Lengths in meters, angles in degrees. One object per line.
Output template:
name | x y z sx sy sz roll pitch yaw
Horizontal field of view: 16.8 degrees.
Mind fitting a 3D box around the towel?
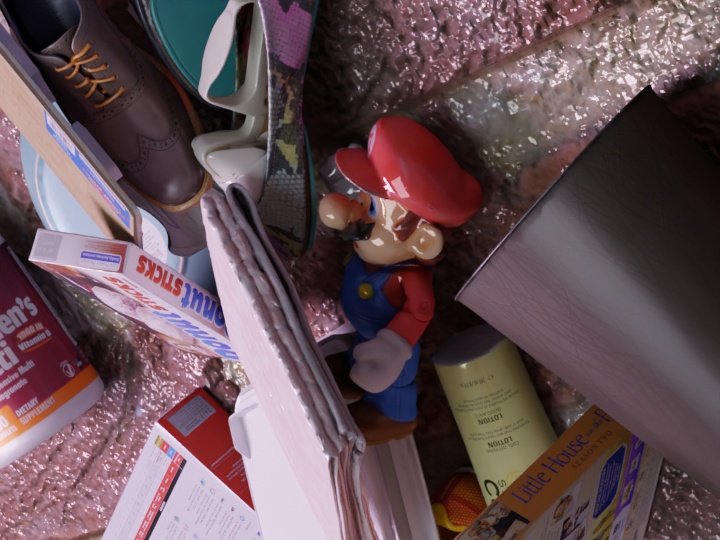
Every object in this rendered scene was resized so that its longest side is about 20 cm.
towel | -0.039 0.070 1.462 0.191 0.032 0.200 83 163 -59

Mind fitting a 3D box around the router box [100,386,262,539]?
router box | -0.094 0.208 1.758 0.179 0.049 0.200 42 140 11

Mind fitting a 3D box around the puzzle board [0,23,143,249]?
puzzle board | -0.196 -0.096 1.504 0.200 0.017 0.151 50 168 6

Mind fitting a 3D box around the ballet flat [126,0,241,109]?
ballet flat | -0.122 -0.190 1.475 0.073 0.073 0.200 -3 127 44

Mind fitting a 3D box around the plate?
plate | -0.164 -0.043 1.653 0.200 0.026 0.201 24 132 29

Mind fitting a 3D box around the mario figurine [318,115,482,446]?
mario figurine | 0.000 0.000 1.451 0.123 0.106 0.200 28 124 31

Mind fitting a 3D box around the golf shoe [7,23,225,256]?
golf shoe | -0.160 -0.088 1.559 0.200 0.078 0.097 43 125 11

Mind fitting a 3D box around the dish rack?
dish rack | -0.023 0.145 1.581 0.172 0.043 0.200 -32 68 50

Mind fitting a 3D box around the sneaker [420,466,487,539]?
sneaker | 0.082 0.224 1.583 0.073 0.077 0.200 -5 117 44

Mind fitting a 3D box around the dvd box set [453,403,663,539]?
dvd box set | 0.111 0.156 1.405 0.029 0.200 0.147 29 136 24

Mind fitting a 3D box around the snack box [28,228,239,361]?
snack box | -0.130 0.019 1.566 0.072 0.024 0.200 8 165 27

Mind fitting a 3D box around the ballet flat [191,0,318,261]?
ballet flat | -0.064 -0.098 1.448 0.069 0.071 0.200 36 130 52

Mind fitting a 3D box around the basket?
basket | 0.174 0.026 1.305 0.200 0.136 0.180 43 144 5

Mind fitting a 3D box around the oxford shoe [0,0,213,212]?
oxford shoe | -0.163 -0.117 1.469 0.071 0.073 0.200 -38 89 13

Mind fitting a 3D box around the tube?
tube | 0.104 0.130 1.511 0.058 0.052 0.200 7 125 53

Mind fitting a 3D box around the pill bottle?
pill bottle | -0.282 0.036 1.759 0.110 0.110 0.200 -28 98 50
